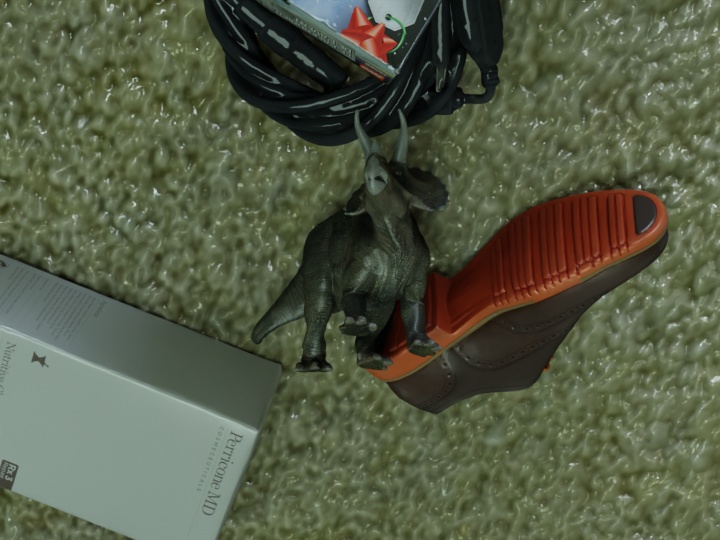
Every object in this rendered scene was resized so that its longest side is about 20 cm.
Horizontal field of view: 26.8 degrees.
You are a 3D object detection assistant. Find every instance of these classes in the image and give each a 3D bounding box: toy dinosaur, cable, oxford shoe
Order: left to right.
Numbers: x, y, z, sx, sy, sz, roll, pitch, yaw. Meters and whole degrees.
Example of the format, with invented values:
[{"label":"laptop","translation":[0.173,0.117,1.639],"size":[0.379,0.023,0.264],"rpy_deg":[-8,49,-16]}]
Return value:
[{"label":"cable","translation":[-0.011,-0.168,0.788],"size":[0.162,0.051,0.202],"rpy_deg":[-5,112,22]},{"label":"toy dinosaur","translation":[0.000,0.000,0.846],"size":[0.076,0.103,0.200],"rpy_deg":[11,157,-18]},{"label":"oxford shoe","translation":[0.095,0.020,0.855],"size":[0.199,0.072,0.073],"rpy_deg":[-28,122,30]}]

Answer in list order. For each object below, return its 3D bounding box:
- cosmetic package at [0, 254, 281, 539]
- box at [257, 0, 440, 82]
[{"label":"cosmetic package","translation":[-0.159,0.083,0.920],"size":[0.198,0.081,0.114],"rpy_deg":[21,117,1]},{"label":"box","translation":[0.008,-0.209,0.701],"size":[0.136,0.040,0.201],"rpy_deg":[32,85,-5]}]
